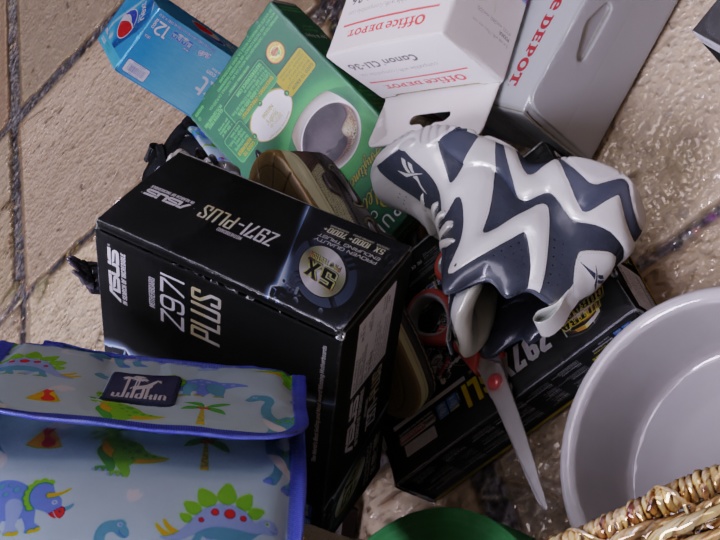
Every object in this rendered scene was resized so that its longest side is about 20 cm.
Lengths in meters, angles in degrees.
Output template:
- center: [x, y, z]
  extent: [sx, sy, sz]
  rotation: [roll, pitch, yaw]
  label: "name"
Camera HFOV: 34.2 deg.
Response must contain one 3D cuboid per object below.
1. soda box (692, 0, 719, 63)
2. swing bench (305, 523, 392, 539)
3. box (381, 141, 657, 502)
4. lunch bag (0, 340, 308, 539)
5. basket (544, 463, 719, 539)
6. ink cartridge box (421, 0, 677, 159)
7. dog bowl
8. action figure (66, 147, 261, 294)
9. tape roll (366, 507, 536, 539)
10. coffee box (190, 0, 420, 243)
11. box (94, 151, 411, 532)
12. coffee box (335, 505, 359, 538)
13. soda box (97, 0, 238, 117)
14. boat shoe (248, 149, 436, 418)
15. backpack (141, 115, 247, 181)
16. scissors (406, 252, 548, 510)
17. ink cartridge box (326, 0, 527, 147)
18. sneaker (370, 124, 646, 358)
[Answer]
- center: [0.295, -0.194, 0.691]
  extent: [0.200, 0.063, 0.071]
  rotation: [-52, 40, 10]
  label: "soda box"
- center: [-0.085, 0.220, 0.639]
  extent: [0.198, 0.130, 0.201]
  rotation: [14, 76, 12]
  label: "swing bench"
- center: [0.086, 0.033, 0.782]
  extent: [0.200, 0.049, 0.160]
  rotation: [-41, 45, 21]
  label: "box"
- center: [-0.111, 0.118, 0.556]
  extent: [0.200, 0.169, 0.128]
  rotation: [-89, 8, -48]
  label: "lunch bag"
- center: [0.151, 0.195, 0.534]
  extent: [0.200, 0.143, 0.149]
  rotation: [-33, 51, 24]
  label: "basket"
- center: [0.111, -0.175, 0.858]
  extent: [0.200, 0.083, 0.146]
  rotation: [27, 87, 51]
  label: "ink cartridge box"
- center: [0.194, 0.098, 0.621]
  extent: [0.200, 0.059, 0.201]
  rotation: [-25, 50, 34]
  label: "dog bowl"
- center: [-0.101, -0.020, 0.833]
  extent: [0.200, 0.102, 0.119]
  rotation: [-31, 75, 1]
  label: "action figure"
- center: [0.048, 0.245, 0.691]
  extent: [0.200, 0.048, 0.201]
  rotation: [-25, 50, 34]
  label: "tape roll"
- center: [-0.031, -0.096, 0.904]
  extent: [0.200, 0.044, 0.123]
  rotation: [47, 115, 17]
  label: "coffee box"
- center: [-0.068, 0.053, 0.718]
  extent: [0.163, 0.201, 0.086]
  rotation: [24, 44, 18]
  label: "box"
- center: [-0.079, 0.251, 0.796]
  extent: [0.113, 0.080, 0.201]
  rotation: [-14, 56, 43]
  label: "coffee box"
- center: [-0.121, -0.159, 1.000]
  extent: [0.064, 0.200, 0.068]
  rotation: [-50, 40, 11]
  label: "soda box"
- center: [0.000, 0.000, 0.773]
  extent: [0.200, 0.065, 0.073]
  rotation: [61, 141, 11]
  label: "boat shoe"
- center: [-0.121, -0.026, 0.979]
  extent: [0.164, 0.153, 0.200]
  rotation: [-60, 19, 3]
  label: "backpack"
- center: [0.084, 0.056, 0.723]
  extent: [0.073, 0.014, 0.200]
  rotation: [-48, 40, 11]
  label: "scissors"
- center: [0.052, -0.190, 0.809]
  extent: [0.116, 0.067, 0.201]
  rotation: [-1, 66, 48]
  label: "ink cartridge box"
- center: [0.062, -0.012, 0.718]
  extent: [0.199, 0.080, 0.130]
  rotation: [19, 63, 34]
  label: "sneaker"
